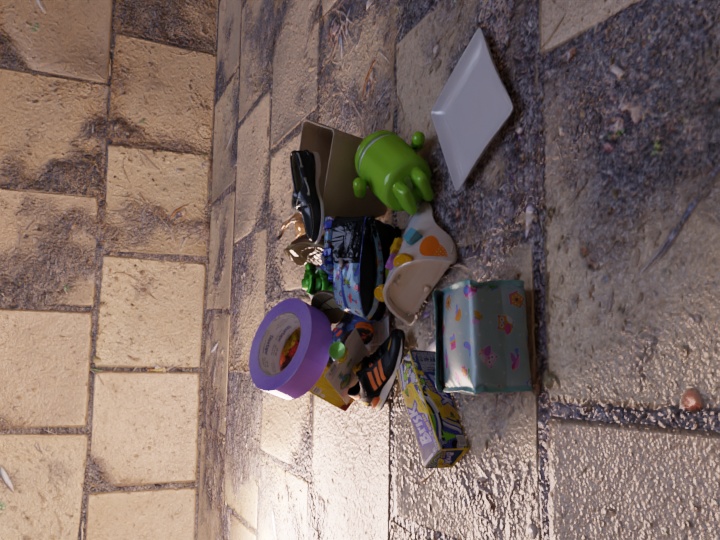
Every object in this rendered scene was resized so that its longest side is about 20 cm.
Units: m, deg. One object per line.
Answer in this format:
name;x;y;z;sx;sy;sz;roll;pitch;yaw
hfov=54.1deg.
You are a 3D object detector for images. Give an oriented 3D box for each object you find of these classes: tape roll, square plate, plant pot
tape roll;-0.150;0.165;1.492;0.197;0.065;0.205;-26;51;35
square plate;0.196;-0.280;1.239;0.199;0.028;0.204;123;143;-47
plant pot;-0.033;-0.210;1.570;0.199;0.173;0.206;36;118;61

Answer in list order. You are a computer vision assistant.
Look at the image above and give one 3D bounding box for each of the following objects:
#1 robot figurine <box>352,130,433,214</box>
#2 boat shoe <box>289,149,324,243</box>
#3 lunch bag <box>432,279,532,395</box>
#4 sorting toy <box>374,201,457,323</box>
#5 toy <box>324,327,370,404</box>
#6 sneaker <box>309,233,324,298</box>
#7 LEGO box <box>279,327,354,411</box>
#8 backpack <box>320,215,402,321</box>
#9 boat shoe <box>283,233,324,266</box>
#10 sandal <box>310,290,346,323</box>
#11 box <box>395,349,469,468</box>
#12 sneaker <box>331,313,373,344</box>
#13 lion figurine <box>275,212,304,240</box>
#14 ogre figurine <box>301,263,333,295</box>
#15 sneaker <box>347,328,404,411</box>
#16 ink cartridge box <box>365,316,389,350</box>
robot figurine;0.063;-0.199;1.400;0.174;0.116;0.201;-38;50;-2
boat shoe;-0.115;-0.154;1.466;0.076;0.059;0.205;137;131;-55
lunch bag;0.177;0.108;1.116;0.200;0.118;0.176;156;113;-72
sorting toy;0.100;-0.036;1.373;0.202;0.104;0.183;121;164;-46
toy;-0.034;0.197;1.489;0.117;0.046;0.201;-57;-21;-16
sneaker;-0.096;-0.002;1.812;0.085;0.071;0.205;129;140;-56
LEGO box;-0.102;0.217;1.628;0.078;0.198;0.149;-49;34;9
backpack;0.000;0.000;1.443;0.131;0.182;0.207;1;85;25
boat shoe;-0.107;-0.056;1.561;0.068;0.072;0.199;-54;22;-18
sandal;-0.069;0.081;1.554;0.080;0.054;0.200;43;157;3
box;0.127;0.248;1.274;0.071;0.063;0.203;118;147;-42
sneaker;-0.025;0.136;1.557;0.199;0.074;0.080;-35;37;49
lion figurine;-0.107;-0.124;1.724;0.074;0.196;0.123;64;154;14
ogre figurine;-0.077;0.003;1.626;0.196;0.098;0.123;20;91;26
sneaker;0.030;0.201;1.451;0.071;0.088;0.204;-80;7;-58
ink cartridge box;0.019;0.094;1.590;0.198;0.049;0.167;-17;70;52
